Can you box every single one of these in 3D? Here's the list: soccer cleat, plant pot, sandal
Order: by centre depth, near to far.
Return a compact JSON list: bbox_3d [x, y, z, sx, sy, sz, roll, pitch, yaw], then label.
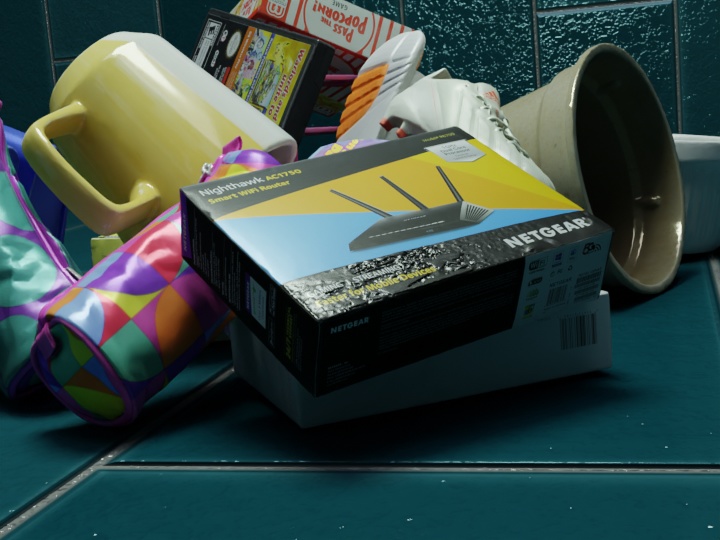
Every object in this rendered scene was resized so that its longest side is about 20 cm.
[{"bbox_3d":[0.088,-0.103,0.854,0.078,0.069,0.200,-45,40,-4],"label":"soccer cleat"},{"bbox_3d":[0.147,-0.065,0.952,0.182,0.203,0.200,-13,2,37],"label":"plant pot"},{"bbox_3d":[0.016,-0.109,0.999,0.059,0.209,0.079,26,-8,-31],"label":"sandal"}]

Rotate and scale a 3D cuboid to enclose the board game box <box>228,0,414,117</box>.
[{"bbox_3d":[-0.057,-0.218,1.114,0.150,0.047,0.200,19,-12,-19],"label":"board game box"}]

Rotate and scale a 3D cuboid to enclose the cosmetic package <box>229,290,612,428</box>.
[{"bbox_3d":[0.032,0.040,0.704,0.198,0.052,0.151,-8,12,-19],"label":"cosmetic package"}]

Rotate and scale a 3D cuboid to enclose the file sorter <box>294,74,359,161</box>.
[{"bbox_3d":[-0.061,-0.084,1.071,0.125,0.203,0.138,-8,8,-40],"label":"file sorter"}]

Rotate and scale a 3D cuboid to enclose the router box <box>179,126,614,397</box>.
[{"bbox_3d":[0.018,-0.015,0.636,0.198,0.052,0.149,-16,38,-32],"label":"router box"}]

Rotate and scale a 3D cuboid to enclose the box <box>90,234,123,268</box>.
[{"bbox_3d":[-0.195,-0.009,1.077,0.049,0.076,0.200,-1,8,9],"label":"box"}]

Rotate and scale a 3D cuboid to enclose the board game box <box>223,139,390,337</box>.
[{"bbox_3d":[-0.031,-0.033,0.818,0.200,0.039,0.158,-43,49,-12],"label":"board game box"}]

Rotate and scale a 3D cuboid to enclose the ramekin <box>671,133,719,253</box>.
[{"bbox_3d":[0.272,-0.079,1.104,0.198,0.106,0.200,1,9,0],"label":"ramekin"}]

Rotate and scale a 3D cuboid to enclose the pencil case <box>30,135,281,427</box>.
[{"bbox_3d":[-0.110,0.004,0.688,0.088,0.089,0.200,2,36,37],"label":"pencil case"}]

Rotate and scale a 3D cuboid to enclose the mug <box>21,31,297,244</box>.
[{"bbox_3d":[-0.151,-0.097,0.829,0.149,0.153,0.187,-44,-6,-4],"label":"mug"}]

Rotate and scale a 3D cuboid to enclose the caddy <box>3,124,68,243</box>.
[{"bbox_3d":[-0.333,-0.039,0.972,0.104,0.202,0.141,15,10,20],"label":"caddy"}]

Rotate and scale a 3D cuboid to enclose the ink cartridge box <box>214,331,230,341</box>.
[{"bbox_3d":[-0.197,0.033,0.894,0.198,0.049,0.145,-5,9,-19],"label":"ink cartridge box"}]

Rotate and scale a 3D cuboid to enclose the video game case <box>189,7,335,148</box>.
[{"bbox_3d":[-0.115,-0.117,0.985,0.025,0.202,0.180,18,6,-41],"label":"video game case"}]

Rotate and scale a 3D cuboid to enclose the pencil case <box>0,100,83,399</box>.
[{"bbox_3d":[-0.237,-0.016,0.756,0.092,0.201,0.085,-40,-19,12],"label":"pencil case"}]
